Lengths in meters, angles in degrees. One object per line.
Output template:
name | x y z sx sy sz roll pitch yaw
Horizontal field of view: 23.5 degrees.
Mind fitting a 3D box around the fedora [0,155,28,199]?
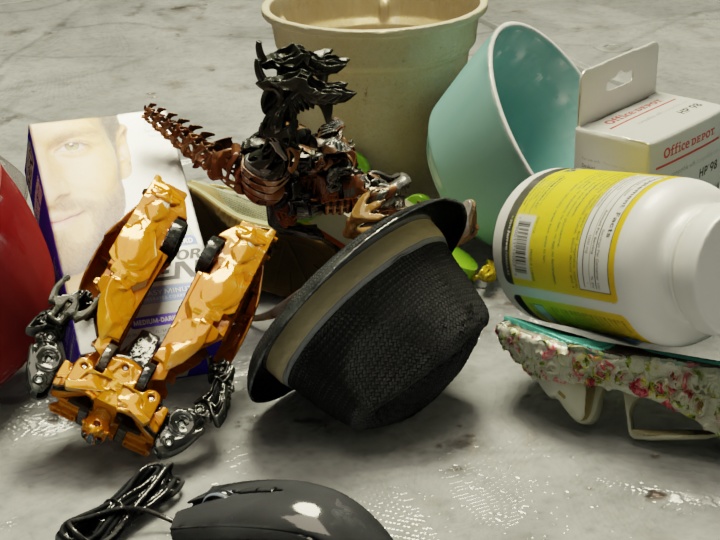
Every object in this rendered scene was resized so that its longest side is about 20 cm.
fedora | -0.331 -0.051 1.404 0.090 0.178 0.200 21 2 -31

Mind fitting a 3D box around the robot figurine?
robot figurine | -0.139 0.038 1.174 0.144 0.058 0.201 26 58 1

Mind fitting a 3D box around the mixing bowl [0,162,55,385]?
mixing bowl | -0.288 0.020 1.209 0.199 0.108 0.201 -28 38 24

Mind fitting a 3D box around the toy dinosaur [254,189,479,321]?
toy dinosaur | 0.000 0.000 1.287 0.199 0.106 0.061 -21 61 0

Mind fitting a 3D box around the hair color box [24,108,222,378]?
hair color box | -0.175 -0.017 1.270 0.109 0.065 0.201 -8 60 -18

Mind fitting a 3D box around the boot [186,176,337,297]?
boot | -0.113 -0.050 1.429 0.199 0.072 0.155 18 21 -8

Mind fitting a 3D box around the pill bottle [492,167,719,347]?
pill bottle | 0.189 -0.009 1.174 0.112 0.113 0.200 -15 14 -30

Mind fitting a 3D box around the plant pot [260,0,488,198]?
plant pot | 0.014 -0.150 1.547 0.199 0.185 0.201 -1 22 0

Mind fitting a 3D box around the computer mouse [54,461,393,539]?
computer mouse | -0.083 0.155 1.016 0.199 0.046 0.140 12 25 27

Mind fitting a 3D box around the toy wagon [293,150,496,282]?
toy wagon | 0.019 -0.037 1.409 0.199 0.040 0.155 33 19 7

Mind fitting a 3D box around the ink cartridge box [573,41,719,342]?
ink cartridge box | 0.218 -0.061 1.317 0.066 0.201 0.116 18 30 36

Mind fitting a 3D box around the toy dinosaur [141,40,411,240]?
toy dinosaur | -0.056 -0.090 1.283 0.199 0.136 0.102 5 26 -31

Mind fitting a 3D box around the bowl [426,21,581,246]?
bowl | 0.130 -0.094 1.451 0.105 0.201 0.201 -29 8 31

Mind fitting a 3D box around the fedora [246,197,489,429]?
fedora | 0.020 0.044 1.179 0.092 0.201 0.200 45 41 16

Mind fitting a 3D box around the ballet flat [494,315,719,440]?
ballet flat | 0.177 0.078 1.166 0.199 0.064 0.076 12 0 27
